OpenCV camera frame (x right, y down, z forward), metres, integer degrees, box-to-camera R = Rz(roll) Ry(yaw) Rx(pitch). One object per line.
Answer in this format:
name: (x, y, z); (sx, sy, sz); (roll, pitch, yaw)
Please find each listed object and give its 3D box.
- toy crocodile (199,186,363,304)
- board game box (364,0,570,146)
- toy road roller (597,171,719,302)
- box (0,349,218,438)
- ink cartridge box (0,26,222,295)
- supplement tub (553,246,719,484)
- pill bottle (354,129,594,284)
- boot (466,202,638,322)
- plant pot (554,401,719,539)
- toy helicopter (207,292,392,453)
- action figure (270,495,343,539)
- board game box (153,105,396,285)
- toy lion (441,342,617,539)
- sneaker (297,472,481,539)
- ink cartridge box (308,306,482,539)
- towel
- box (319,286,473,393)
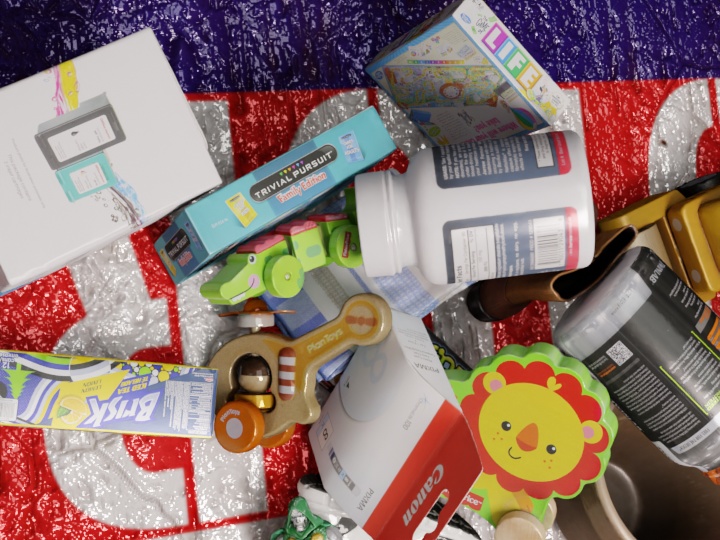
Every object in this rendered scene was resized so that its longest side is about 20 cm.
toy crocodile: (-0.059, -0.019, 1.136); (0.198, 0.067, 0.063); (-25, 106, -32)
board game box: (0.096, -0.177, 1.191); (0.135, 0.199, 0.034); (46, 70, -13)
toy road roller: (0.362, -0.030, 1.319); (0.198, 0.146, 0.125); (-24, 94, -23)
box: (-0.230, 0.110, 1.098); (0.197, 0.070, 0.065); (8, 81, -22)
ink cartridge box: (-0.248, -0.089, 1.068); (0.198, 0.146, 0.148); (-28, 95, -23)
supplement tub: (0.279, 0.087, 1.119); (0.200, 0.123, 0.123); (45, 70, 1)
pill bottle: (0.097, -0.051, 1.090); (0.196, 0.120, 0.122); (-6, 87, 3)
boot: (0.205, -0.027, 1.222); (0.187, 0.200, 0.069); (-33, 92, -21)
plant pot: (0.274, 0.216, 1.233); (0.197, 0.175, 0.203); (8, 67, -19)
toy helicopter: (-0.060, 0.071, 1.131); (0.079, 0.198, 0.134); (7, 56, -64)
action figure: (-0.036, 0.301, 1.139); (0.116, 0.055, 0.203); (-13, 100, 5)
board game box: (-0.080, -0.066, 1.132); (0.198, 0.151, 0.047); (-31, 91, -22)
toy lion: (0.125, 0.149, 1.130); (0.197, 0.069, 0.194); (20, 114, 15)
sneaker: (0.023, 0.254, 1.202); (0.197, 0.074, 0.081); (16, 94, -16)
ink cartridge box: (0.024, 0.155, 1.092); (0.047, 0.201, 0.161); (17, 119, -26)
towel: (0.000, 0.000, 1.205); (0.199, 0.024, 0.148); (-33, 75, -21)
box: (0.057, 0.123, 1.237); (0.200, 0.035, 0.111); (42, 71, -14)
